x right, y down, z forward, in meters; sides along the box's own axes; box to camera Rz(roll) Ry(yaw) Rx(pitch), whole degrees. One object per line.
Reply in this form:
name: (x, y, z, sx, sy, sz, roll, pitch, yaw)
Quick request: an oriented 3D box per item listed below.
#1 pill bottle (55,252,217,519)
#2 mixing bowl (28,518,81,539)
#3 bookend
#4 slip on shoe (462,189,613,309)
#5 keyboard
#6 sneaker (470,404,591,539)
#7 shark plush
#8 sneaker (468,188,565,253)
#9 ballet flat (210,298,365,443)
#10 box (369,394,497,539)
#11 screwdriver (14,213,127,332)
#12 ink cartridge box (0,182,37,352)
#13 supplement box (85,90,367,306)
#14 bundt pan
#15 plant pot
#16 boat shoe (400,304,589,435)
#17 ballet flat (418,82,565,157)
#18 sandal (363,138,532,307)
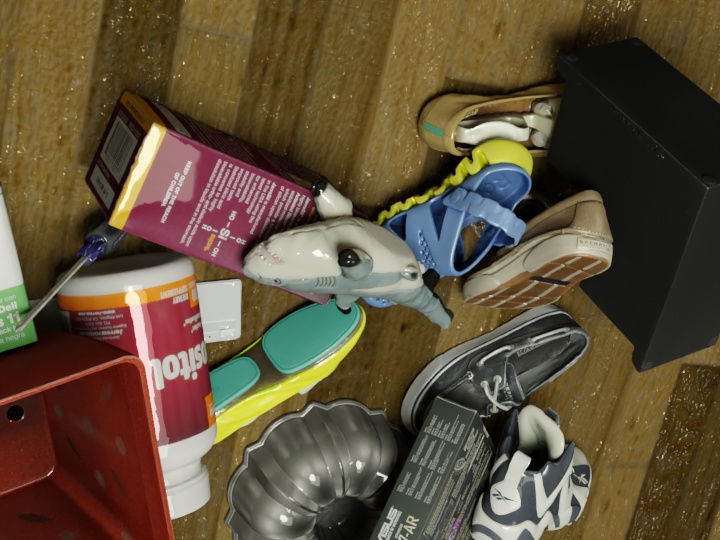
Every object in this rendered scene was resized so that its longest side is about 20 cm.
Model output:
pill bottle: (-0.177, 0.093, 0.945, 0.111, 0.113, 0.203, -11, 100, -19)
mixing bowl: (-0.251, 0.259, 0.986, 0.197, 0.109, 0.202, -10, 138, -9)
bookend: (0.241, -0.058, 1.010, 0.091, 0.199, 0.202, -15, 135, -25)
slip on shoe: (0.154, -0.013, 1.034, 0.075, 0.200, 0.062, 9, 71, -18)
keyboard: (-0.197, 0.043, 1.001, 0.197, 0.011, 0.057, -6, 107, -22)
sneaker: (0.184, 0.183, 1.141, 0.198, 0.079, 0.131, -16, 129, -48)
shark plush: (0.000, 0.000, 0.934, 0.083, 0.091, 0.199, -45, 146, 23)
sneaker: (0.189, -0.037, 1.112, 0.198, 0.076, 0.071, 22, 113, -7)
ballet flat: (-0.080, 0.095, 1.049, 0.198, 0.067, 0.067, -31, 140, -7)
box: (0.065, 0.240, 1.084, 0.202, 0.043, 0.161, -63, 153, -19)
screwdriver: (-0.217, 0.000, 0.880, 0.028, 0.201, 0.029, 44, 121, -11)
ink cartridge box: (-0.301, -0.055, 0.836, 0.082, 0.147, 0.203, -15, 116, -18)
supplement box: (-0.108, -0.057, 0.941, 0.198, 0.110, 0.086, 22, 102, -29)
bundt pan: (-0.025, 0.230, 1.111, 0.199, 0.076, 0.205, -8, 113, -20)
plant pot: (-0.264, 0.150, 0.837, 0.198, 0.176, 0.203, -18, 115, -27)
boat shoe: (0.134, 0.106, 1.136, 0.198, 0.068, 0.072, -28, 119, -11)
ballet flat: (0.149, -0.128, 1.054, 0.197, 0.063, 0.070, -9, 115, -21)
sandal: (0.073, -0.028, 1.022, 0.079, 0.088, 0.200, 30, 122, -34)
